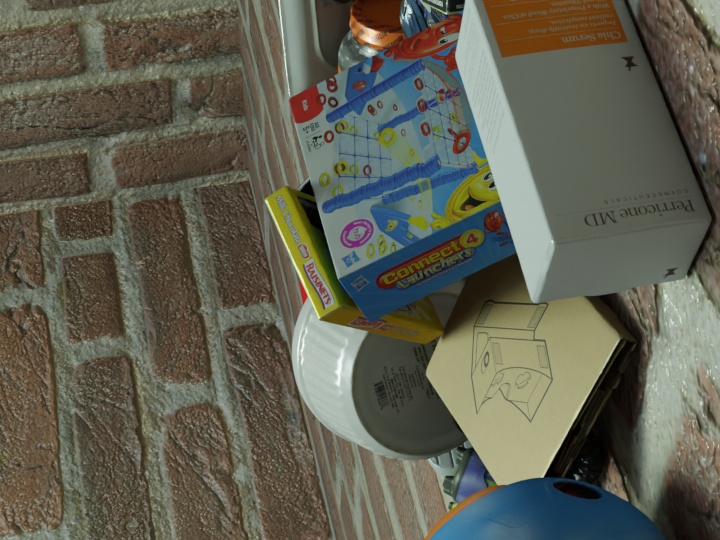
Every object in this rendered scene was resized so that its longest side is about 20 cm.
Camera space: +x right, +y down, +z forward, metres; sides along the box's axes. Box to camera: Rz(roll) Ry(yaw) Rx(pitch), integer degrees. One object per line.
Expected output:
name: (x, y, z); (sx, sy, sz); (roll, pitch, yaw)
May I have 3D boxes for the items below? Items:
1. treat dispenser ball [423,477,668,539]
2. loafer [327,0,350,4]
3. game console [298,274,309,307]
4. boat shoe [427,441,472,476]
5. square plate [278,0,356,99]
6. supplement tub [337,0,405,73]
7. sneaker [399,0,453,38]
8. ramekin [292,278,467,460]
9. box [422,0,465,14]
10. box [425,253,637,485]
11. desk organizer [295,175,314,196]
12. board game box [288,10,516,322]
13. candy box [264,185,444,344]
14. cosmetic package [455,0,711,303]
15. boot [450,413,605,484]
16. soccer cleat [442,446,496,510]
treat dispenser ball: (0.123, 0.238, 0.926); (0.201, 0.200, 0.202); (171, 90, -81)
loafer: (0.026, -0.334, 1.285); (0.071, 0.073, 0.201); (24, 92, 57)
game console: (0.027, 0.028, 1.404); (0.031, 0.199, 0.178); (12, 115, 51)
boat shoe: (0.096, 0.146, 1.494); (0.201, 0.072, 0.071); (-93, -7, -46)
square plate: (0.000, -0.279, 1.364); (0.028, 0.198, 0.201); (14, 117, 43)
supplement tub: (0.040, -0.157, 1.338); (0.123, 0.122, 0.201); (-110, 15, -52)
sneaker: (0.059, -0.254, 1.152); (0.200, 0.078, 0.076); (54, -130, -39)
ramekin: (0.045, 0.084, 1.325); (0.105, 0.199, 0.201); (-148, 49, -64)
box: (0.070, -0.300, 1.060); (0.075, 0.050, 0.201); (-125, 28, -67)
box: (0.121, 0.067, 1.067); (0.164, 0.021, 0.200); (-65, 30, 21)
desk organizer: (0.031, -0.099, 1.251); (0.200, 0.077, 0.072); (-47, 38, 26)
board game box: (0.061, -0.089, 1.017); (0.056, 0.195, 0.201); (54, -166, -46)
candy box: (0.000, 0.000, 1.081); (0.200, 0.026, 0.103); (17, -133, -64)
cosmetic package: (0.133, -0.087, 0.878); (0.071, 0.101, 0.201); (97, 161, -58)
boot: (0.132, 0.136, 1.166); (0.212, 0.079, 0.158); (95, 164, -55)
soccer cleat: (0.128, 0.216, 1.324); (0.200, 0.083, 0.065); (63, -131, -68)
